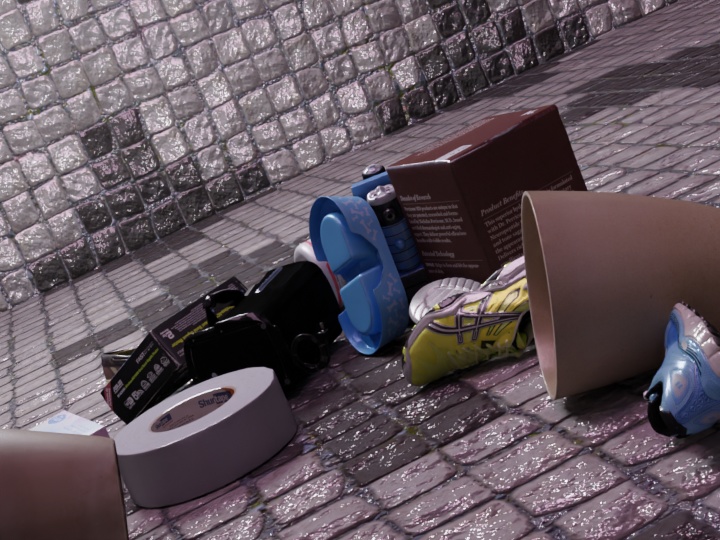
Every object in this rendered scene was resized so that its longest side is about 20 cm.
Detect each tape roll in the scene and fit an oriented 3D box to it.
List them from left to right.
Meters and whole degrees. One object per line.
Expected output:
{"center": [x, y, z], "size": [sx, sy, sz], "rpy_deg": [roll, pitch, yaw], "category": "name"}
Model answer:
{"center": [-0.172, 0.181, 1.477], "size": [0.199, 0.067, 0.200], "rpy_deg": [-23, 12, 5], "category": "tape roll"}

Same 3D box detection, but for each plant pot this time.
{"center": [-0.312, 0.231, 1.278], "size": [0.171, 0.202, 0.200], "rpy_deg": [-9, 9, -9], "category": "plant pot"}
{"center": [0.256, 0.008, 1.204], "size": [0.198, 0.190, 0.187], "rpy_deg": [-8, 12, 1], "category": "plant pot"}

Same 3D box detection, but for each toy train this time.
{"center": [0.050, -0.035, 1.700], "size": [0.086, 0.202, 0.114], "rpy_deg": [-20, 22, -1], "category": "toy train"}

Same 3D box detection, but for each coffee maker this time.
{"center": [-0.095, 0.081, 1.681], "size": [0.190, 0.136, 0.200], "rpy_deg": [6, 23, 18], "category": "coffee maker"}

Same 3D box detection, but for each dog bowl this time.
{"center": [0.000, 0.000, 1.644], "size": [0.049, 0.202, 0.111], "rpy_deg": [-16, -10, -28], "category": "dog bowl"}

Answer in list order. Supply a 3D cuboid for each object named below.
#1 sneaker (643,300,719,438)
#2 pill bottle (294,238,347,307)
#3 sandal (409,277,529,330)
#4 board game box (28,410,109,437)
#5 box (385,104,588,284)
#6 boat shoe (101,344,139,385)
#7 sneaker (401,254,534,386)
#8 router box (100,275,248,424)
{"center": [0.252, 0.083, 1.054], "size": [0.090, 0.078, 0.200], "rpy_deg": [-48, -7, 8], "category": "sneaker"}
{"center": [0.012, -0.028, 1.947], "size": [0.199, 0.110, 0.109], "rpy_deg": [-26, 12, -18], "category": "pill bottle"}
{"center": [0.135, 0.056, 1.498], "size": [0.201, 0.050, 0.083], "rpy_deg": [9, 46, 45], "category": "sandal"}
{"center": [-0.430, 0.252, 1.708], "size": [0.198, 0.044, 0.199], "rpy_deg": [-30, 13, -23], "category": "board game box"}
{"center": [0.164, -0.067, 1.601], "size": [0.165, 0.202, 0.164], "rpy_deg": [-27, 12, -23], "category": "box"}
{"center": [-0.293, 0.121, 1.974], "size": [0.199, 0.067, 0.072], "rpy_deg": [-20, 11, 15], "category": "boat shoe"}
{"center": [0.129, 0.062, 1.400], "size": [0.199, 0.075, 0.077], "rpy_deg": [-37, 49, 11], "category": "sneaker"}
{"center": [-0.240, 0.106, 1.802], "size": [0.150, 0.062, 0.200], "rpy_deg": [-46, -5, 36], "category": "router box"}
